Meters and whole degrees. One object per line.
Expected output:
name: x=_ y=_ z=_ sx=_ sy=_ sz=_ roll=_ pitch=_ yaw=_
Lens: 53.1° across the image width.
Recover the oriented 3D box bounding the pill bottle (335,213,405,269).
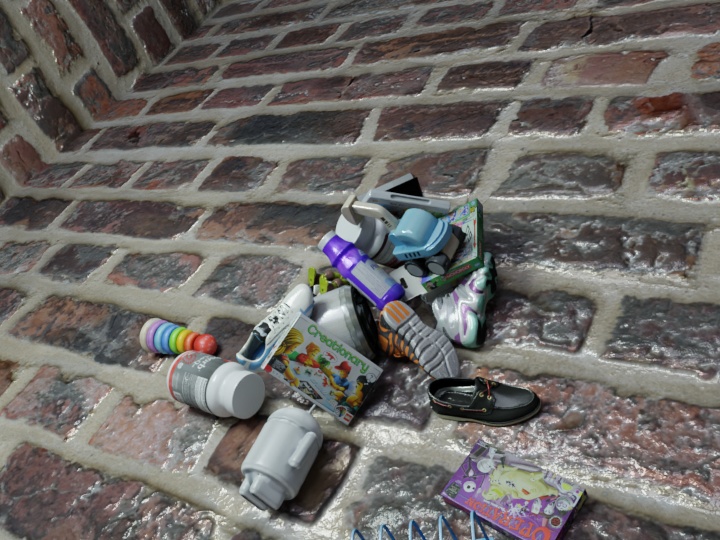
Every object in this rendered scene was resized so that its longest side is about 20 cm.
pill bottle: x=0.052 y=-0.069 z=1.585 sx=0.114 sy=0.199 sz=0.115 roll=-25 pitch=57 yaw=47

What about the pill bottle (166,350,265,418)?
pill bottle: x=-0.303 y=0.242 z=1.518 sx=0.199 sy=0.116 sz=0.116 roll=9 pitch=49 yaw=36

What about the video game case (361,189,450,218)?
video game case: x=0.084 y=-0.127 z=1.621 sx=0.181 sy=0.200 sz=0.022 roll=8 pitch=75 yaw=-11

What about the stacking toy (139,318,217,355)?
stacking toy: x=-0.426 y=0.169 z=1.713 sx=0.199 sy=0.086 sz=0.086 roll=8 pitch=49 yaw=30

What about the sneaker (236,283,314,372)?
sneaker: x=-0.160 y=0.109 z=1.382 sx=0.072 sy=0.072 sz=0.200 roll=35 pitch=86 yaw=31

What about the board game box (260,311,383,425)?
board game box: x=-0.071 y=0.186 z=1.366 sx=0.127 sy=0.200 sz=0.035 roll=-56 pitch=13 yaw=-8

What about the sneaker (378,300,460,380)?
sneaker: x=0.111 y=0.155 z=1.413 sx=0.077 sy=0.112 sz=0.200 roll=-31 pitch=70 yaw=-26

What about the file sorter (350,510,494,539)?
file sorter: x=0.091 y=0.443 z=1.047 sx=0.199 sy=0.123 sz=0.139 roll=-15 pitch=38 yaw=16

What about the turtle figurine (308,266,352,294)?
turtle figurine: x=-0.033 y=0.012 z=1.589 sx=0.161 sy=0.065 sz=0.200 roll=-7 pitch=42 yaw=-32

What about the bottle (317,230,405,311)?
bottle: x=0.000 y=0.000 z=1.475 sx=0.200 sy=0.084 sz=0.065 roll=42 pitch=101 yaw=10

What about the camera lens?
camera lens: x=-0.072 y=0.131 z=1.474 sx=0.199 sy=0.160 sz=0.160 roll=-21 pitch=38 yaw=8

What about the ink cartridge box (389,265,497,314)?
ink cartridge box: x=0.174 y=0.015 z=1.540 sx=0.199 sy=0.067 sz=0.117 roll=-25 pitch=38 yaw=1

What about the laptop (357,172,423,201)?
laptop: x=0.051 y=-0.203 z=1.828 sx=0.187 sy=0.116 sz=0.200 roll=-23 pitch=38 yaw=4

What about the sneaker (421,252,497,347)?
sneaker: x=0.191 y=0.051 z=1.446 sx=0.139 sy=0.078 sz=0.201 roll=4 pitch=63 yaw=30

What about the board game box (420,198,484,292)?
board game box: x=0.192 y=-0.055 z=1.501 sx=0.134 sy=0.029 sz=0.200 roll=-27 pitch=32 yaw=27

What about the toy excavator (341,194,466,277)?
toy excavator: x=0.082 y=-0.086 z=1.442 sx=0.194 sy=0.200 sz=0.100 roll=-7 pitch=43 yaw=52

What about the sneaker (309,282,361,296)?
sneaker: x=-0.062 y=0.046 z=1.630 sx=0.199 sy=0.085 sz=0.073 roll=-27 pitch=36 yaw=-5

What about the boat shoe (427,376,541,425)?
boat shoe: x=0.215 y=0.227 z=1.277 sx=0.200 sy=0.063 sz=0.074 roll=-2 pitch=41 yaw=26

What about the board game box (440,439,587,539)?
board game box: x=0.240 y=0.355 z=1.141 sx=0.199 sy=0.032 sz=0.120 roll=17 pitch=59 yaw=42

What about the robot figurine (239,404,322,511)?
robot figurine: x=-0.141 y=0.335 z=1.316 sx=0.169 sy=0.113 sz=0.200 roll=-21 pitch=31 yaw=48
